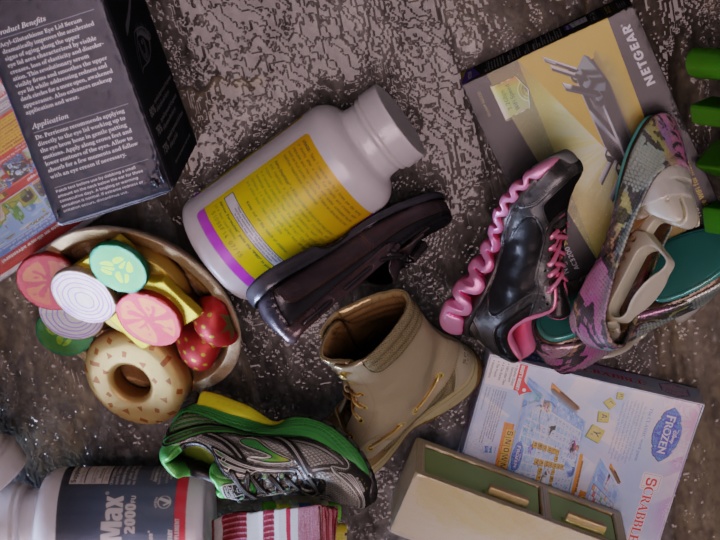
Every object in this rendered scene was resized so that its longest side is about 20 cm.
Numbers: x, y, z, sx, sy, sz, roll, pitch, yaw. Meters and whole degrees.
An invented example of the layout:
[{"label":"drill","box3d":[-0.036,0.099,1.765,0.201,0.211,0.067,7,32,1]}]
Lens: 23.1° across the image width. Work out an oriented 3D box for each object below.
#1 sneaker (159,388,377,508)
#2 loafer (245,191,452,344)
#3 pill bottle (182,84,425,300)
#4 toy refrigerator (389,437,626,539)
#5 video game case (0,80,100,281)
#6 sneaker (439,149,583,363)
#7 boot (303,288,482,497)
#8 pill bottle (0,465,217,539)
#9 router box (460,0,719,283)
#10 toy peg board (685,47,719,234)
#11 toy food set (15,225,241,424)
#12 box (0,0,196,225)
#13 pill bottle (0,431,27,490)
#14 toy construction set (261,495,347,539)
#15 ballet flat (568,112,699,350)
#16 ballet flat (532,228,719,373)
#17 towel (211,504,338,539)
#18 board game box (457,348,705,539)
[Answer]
[{"label":"sneaker","box3d":[-0.078,0.170,1.500,0.199,0.085,0.078,12,135,22]},{"label":"loafer","box3d":[0.000,0.000,1.477,0.200,0.072,0.063,-26,75,-25]},{"label":"pill bottle","box3d":[-0.046,-0.069,1.490,0.200,0.104,0.104,-35,104,13]},{"label":"toy refrigerator","box3d":[0.131,0.219,1.554,0.199,0.076,0.070,21,109,-4]},{"label":"video game case","box3d":[-0.335,-0.096,1.537,0.143,0.017,0.200,-31,105,12]},{"label":"sneaker","box3d":[0.145,-0.007,1.454,0.095,0.079,0.200,39,125,20]},{"label":"boot","box3d":[-0.006,0.106,1.525,0.200,0.073,0.155,-35,144,9]},{"label":"pill bottle","box3d":[-0.234,0.237,1.594,0.199,0.120,0.120,-1,109,3]},{"label":"router box","box3d":[0.196,-0.108,1.496,0.157,0.052,0.200,-25,106,10]},{"label":"toy peg board","box3d":[0.363,-0.121,1.454,0.199,0.098,0.201,-19,109,-30]},{"label":"toy food set","box3d":[-0.199,0.041,1.526,0.198,0.049,0.200,44,133,-18]},{"label":"box","box3d":[-0.222,-0.160,1.444,0.104,0.148,0.201,-17,106,8]},{"label":"pill bottle","box3d":[-0.391,0.116,1.561,0.116,0.116,0.200,-32,105,12]},{"label":"toy construction set","box3d":[-0.062,0.287,1.594,0.092,0.131,0.201,16,106,-15]},{"label":"ballet flat","box3d":[0.233,-0.027,1.439,0.069,0.071,0.201,16,97,-41]},{"label":"ballet flat","box3d":[0.244,0.029,1.524,0.200,0.069,0.071,-28,138,3]},{"label":"towel","box3d":[-0.075,0.275,1.499,0.023,0.200,0.145,6,78,-30]},{"label":"board game box","box3d":[0.187,0.180,1.600,0.199,0.041,0.201,14,109,-2]}]
